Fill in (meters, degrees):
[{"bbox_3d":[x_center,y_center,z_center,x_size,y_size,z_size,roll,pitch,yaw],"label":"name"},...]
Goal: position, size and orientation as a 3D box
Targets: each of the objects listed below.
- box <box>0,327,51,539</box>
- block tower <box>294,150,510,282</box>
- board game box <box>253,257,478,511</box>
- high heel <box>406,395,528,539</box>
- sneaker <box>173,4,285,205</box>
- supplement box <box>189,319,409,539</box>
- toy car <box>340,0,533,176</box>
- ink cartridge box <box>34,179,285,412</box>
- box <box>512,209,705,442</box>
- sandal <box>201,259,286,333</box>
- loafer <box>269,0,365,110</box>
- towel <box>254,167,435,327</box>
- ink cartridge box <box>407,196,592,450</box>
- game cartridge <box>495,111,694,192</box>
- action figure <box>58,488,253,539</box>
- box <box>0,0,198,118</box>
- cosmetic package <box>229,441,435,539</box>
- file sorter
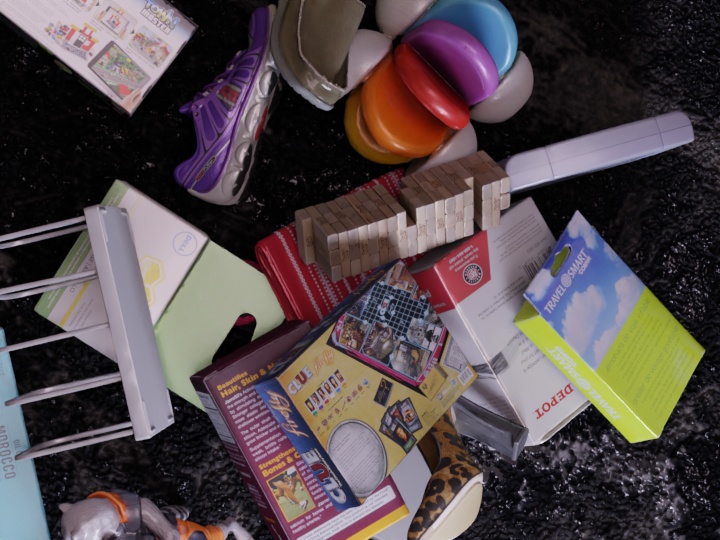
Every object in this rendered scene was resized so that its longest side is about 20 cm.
[{"bbox_3d":[-0.328,0.153,1.587,0.049,0.082,0.201,-13,92,-13],"label":"box"},{"bbox_3d":[0.041,-0.050,1.626,0.200,0.058,0.054,-18,129,-19],"label":"block tower"},{"bbox_3d":[0.009,0.097,1.541,0.200,0.035,0.136,-42,104,-42],"label":"board game box"},{"bbox_3d":[0.050,0.173,1.590,0.142,0.072,0.200,24,38,19],"label":"high heel"},{"bbox_3d":[-0.124,-0.164,1.654,0.083,0.081,0.200,18,77,6],"label":"sneaker"},{"bbox_3d":[-0.056,0.156,1.572,0.110,0.086,0.200,-29,95,-15],"label":"supplement box"},{"bbox_3d":[0.073,-0.188,1.666,0.175,0.150,0.200,43,79,-10],"label":"toy car"},{"bbox_3d":[-0.179,0.029,1.622,0.200,0.048,0.146,33,89,0],"label":"ink cartridge box"},{"bbox_3d":[0.233,0.055,1.672,0.200,0.048,0.122,45,57,-16],"label":"box"},{"bbox_3d":[-0.121,0.021,1.664,0.199,0.045,0.075,7,86,-15],"label":"sandal"},{"bbox_3d":[-0.037,-0.236,1.626,0.075,0.070,0.200,30,40,-37],"label":"loafer"},{"bbox_3d":[0.000,0.000,1.677,0.200,0.022,0.145,-29,96,-36],"label":"towel"},{"bbox_3d":[0.145,0.053,1.697,0.147,0.083,0.200,-34,98,-32],"label":"ink cartridge box"},{"bbox_3d":[0.218,-0.112,1.713,0.200,0.133,0.042,-16,85,-15],"label":"game cartridge"},{"bbox_3d":[-0.217,0.246,1.575,0.200,0.193,0.105,-16,65,20],"label":"action figure"},{"bbox_3d":[-0.263,-0.247,1.636,0.200,0.035,0.110,39,80,-11],"label":"box"},{"bbox_3d":[-0.008,0.187,1.672,0.200,0.090,0.107,32,81,-15],"label":"cosmetic package"},{"bbox_3d":[-0.253,0.054,1.530,0.124,0.139,0.201,-12,90,2],"label":"file sorter"}]
